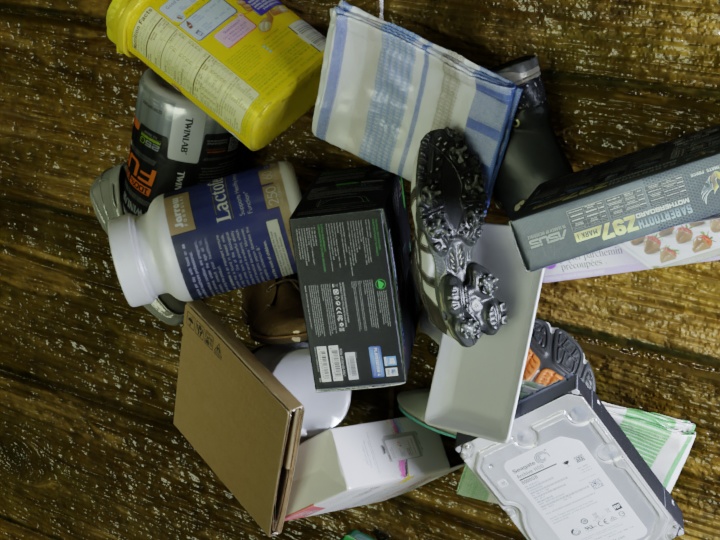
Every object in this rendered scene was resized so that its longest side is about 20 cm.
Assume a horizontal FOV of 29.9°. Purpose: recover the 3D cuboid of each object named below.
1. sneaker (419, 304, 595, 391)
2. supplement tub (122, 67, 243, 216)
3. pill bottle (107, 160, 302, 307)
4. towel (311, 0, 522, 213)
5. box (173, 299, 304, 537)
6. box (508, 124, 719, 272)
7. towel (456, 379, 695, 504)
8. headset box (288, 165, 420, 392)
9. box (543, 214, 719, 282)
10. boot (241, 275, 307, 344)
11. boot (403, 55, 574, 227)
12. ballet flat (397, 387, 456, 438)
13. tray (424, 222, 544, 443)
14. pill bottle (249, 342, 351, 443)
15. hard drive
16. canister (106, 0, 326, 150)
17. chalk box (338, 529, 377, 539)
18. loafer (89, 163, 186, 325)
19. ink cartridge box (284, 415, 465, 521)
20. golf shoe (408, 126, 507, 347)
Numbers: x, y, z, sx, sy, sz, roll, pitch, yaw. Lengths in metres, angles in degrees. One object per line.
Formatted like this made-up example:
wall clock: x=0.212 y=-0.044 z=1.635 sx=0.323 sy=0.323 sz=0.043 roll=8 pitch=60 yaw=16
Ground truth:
sneaker: x=0.145 y=0.082 z=1.355 sx=0.200 sy=0.076 sz=0.092 roll=38 pitch=155 yaw=6
supplement tub: x=-0.192 y=-0.115 z=1.471 sx=0.122 sy=0.122 sz=0.201 roll=27 pitch=122 yaw=24
pill bottle: x=-0.151 y=-0.033 z=1.388 sx=0.199 sy=0.116 sz=0.117 roll=-16 pitch=101 yaw=-2
towel: x=0.046 y=-0.149 z=1.255 sx=0.199 sy=0.024 sz=0.148 roll=28 pitch=129 yaw=19
box: x=-0.130 y=0.149 z=1.382 sx=0.200 sy=0.021 sz=0.164 roll=41 pitch=133 yaw=39
box: x=0.235 y=-0.066 z=1.132 sx=0.199 sy=0.158 sz=0.051 roll=-19 pitch=98 yaw=20
towel: x=0.208 y=0.186 z=1.314 sx=0.199 sy=0.023 sz=0.153 roll=14 pitch=121 yaw=-1
headset box: x=0.000 y=0.000 z=1.335 sx=0.092 sy=0.200 sz=0.175 roll=-5 pitch=106 yaw=8
box: x=0.256 y=-0.023 z=1.242 sx=0.199 sy=0.041 sz=0.039 roll=-9 pitch=103 yaw=37
boot: x=-0.088 y=0.031 z=1.444 sx=0.200 sy=0.073 sz=0.076 roll=-151 pitch=58 yaw=-66
boot: x=0.112 y=-0.102 z=1.294 sx=0.203 sy=0.073 sz=0.155 roll=-21 pitch=98 yaw=40
ballet flat: x=0.133 y=0.152 z=1.386 sx=0.199 sy=0.067 sz=0.064 roll=26 pitch=115 yaw=18
tray: x=0.124 y=0.056 z=1.271 sx=0.107 sy=0.022 sz=0.201 roll=8 pitch=84 yaw=47
pill bottle: x=-0.084 y=0.136 z=1.448 sx=0.120 sy=0.119 sz=0.200 roll=63 pitch=157 yaw=-2
hard drive: x=0.201 y=0.202 z=1.292 sx=0.139 sy=0.038 sz=0.200 roll=-29 pitch=112 yaw=23
canister: x=-0.136 y=-0.230 z=1.371 sx=0.200 sy=0.148 sz=0.087 roll=39 pitch=152 yaw=14
chalk box: x=0.001 y=0.386 z=1.534 sx=0.124 sy=0.124 sz=0.201 roll=24 pitch=119 yaw=27
loafer: x=-0.250 y=-0.031 z=1.580 sx=0.070 sy=0.070 sz=0.201 roll=-34 pitch=87 yaw=47
ink cartridge box: x=0.010 y=0.204 z=1.422 sx=0.116 sy=0.199 sz=0.068 roll=-31 pitch=70 yaw=39
golf shoe: x=0.071 y=-0.030 z=1.246 sx=0.094 sy=0.077 sz=0.202 roll=6 pitch=107 yaw=61
